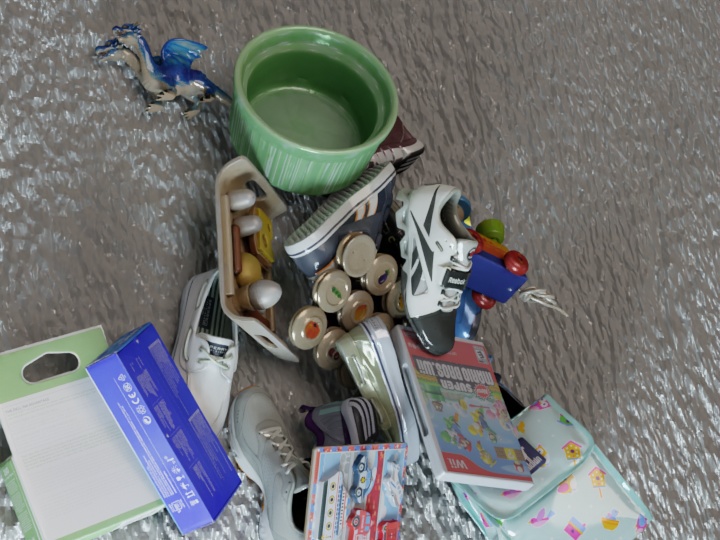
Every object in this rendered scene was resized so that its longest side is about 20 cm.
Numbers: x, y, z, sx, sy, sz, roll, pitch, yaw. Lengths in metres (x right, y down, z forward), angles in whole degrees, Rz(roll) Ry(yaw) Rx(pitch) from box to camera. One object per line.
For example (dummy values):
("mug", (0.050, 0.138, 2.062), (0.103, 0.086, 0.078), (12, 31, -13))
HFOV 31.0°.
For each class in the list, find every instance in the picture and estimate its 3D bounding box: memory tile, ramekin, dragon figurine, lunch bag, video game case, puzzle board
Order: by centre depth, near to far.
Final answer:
("puzzle board", (-0.006, 0.288, 1.396), (0.150, 0.017, 0.202), (5, 90, -49))
("video game case", (0.117, 0.158, 1.509), (0.142, 0.017, 0.201), (14, 45, -37))
("memory tile", (0.008, 0.061, 1.512), (0.154, 0.017, 0.200), (-56, 133, -11))
("ramekin", (-0.062, -0.186, 1.545), (0.198, 0.098, 0.202), (9, 53, -12))
("lunch bag", (0.220, 0.271, 1.556), (0.170, 0.122, 0.201), (-36, 89, -13))
("dragon figurine", (-0.216, -0.240, 1.557), (0.198, 0.059, 0.100), (1, 68, -35))

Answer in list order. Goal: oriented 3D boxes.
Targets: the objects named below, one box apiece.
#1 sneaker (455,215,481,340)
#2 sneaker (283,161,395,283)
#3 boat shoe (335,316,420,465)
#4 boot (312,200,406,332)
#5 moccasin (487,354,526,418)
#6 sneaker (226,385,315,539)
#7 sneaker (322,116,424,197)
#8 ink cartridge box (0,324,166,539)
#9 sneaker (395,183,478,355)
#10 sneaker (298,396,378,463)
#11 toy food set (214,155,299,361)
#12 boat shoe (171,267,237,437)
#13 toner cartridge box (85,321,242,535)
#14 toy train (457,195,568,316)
("sneaker", (0.106, 0.000, 1.669), (0.078, 0.066, 0.202), (8, 63, -26))
("sneaker", (-0.012, -0.051, 1.541), (0.200, 0.078, 0.080), (-46, 111, -39))
("boat shoe", (0.019, 0.145, 1.506), (0.061, 0.072, 0.202), (-21, 117, -8))
("boot", (0.001, 0.000, 1.587), (0.153, 0.073, 0.205), (-22, 83, -38))
("moccasin", (0.155, 0.147, 1.627), (0.199, 0.068, 0.081), (36, 52, -16))
("sneaker", (-0.080, 0.216, 1.415), (0.075, 0.092, 0.202), (-10, 74, -38))
("sneaker", (-0.013, -0.167, 1.667), (0.199, 0.076, 0.116), (-21, 75, -49))
("ink cartridge box", (-0.295, 0.171, 1.314), (0.145, 0.048, 0.202), (-16, 77, -39))
("sneaker", (0.096, -0.003, 1.512), (0.074, 0.088, 0.202), (-9, 90, -55))
("sneaker", (-0.017, 0.244, 1.476), (0.074, 0.087, 0.202), (-14, 98, -67))
("toy food set", (-0.108, -0.011, 1.473), (0.144, 0.060, 0.202), (49, 33, -62))
("boat shoe", (-0.171, 0.089, 1.427), (0.073, 0.067, 0.202), (10, 63, -31))
("toner cartridge box", (-0.200, 0.162, 1.341), (0.201, 0.043, 0.095), (62, 19, -8))
("toy train", (0.173, -0.016, 1.635), (0.199, 0.085, 0.116), (24, 38, -24))
